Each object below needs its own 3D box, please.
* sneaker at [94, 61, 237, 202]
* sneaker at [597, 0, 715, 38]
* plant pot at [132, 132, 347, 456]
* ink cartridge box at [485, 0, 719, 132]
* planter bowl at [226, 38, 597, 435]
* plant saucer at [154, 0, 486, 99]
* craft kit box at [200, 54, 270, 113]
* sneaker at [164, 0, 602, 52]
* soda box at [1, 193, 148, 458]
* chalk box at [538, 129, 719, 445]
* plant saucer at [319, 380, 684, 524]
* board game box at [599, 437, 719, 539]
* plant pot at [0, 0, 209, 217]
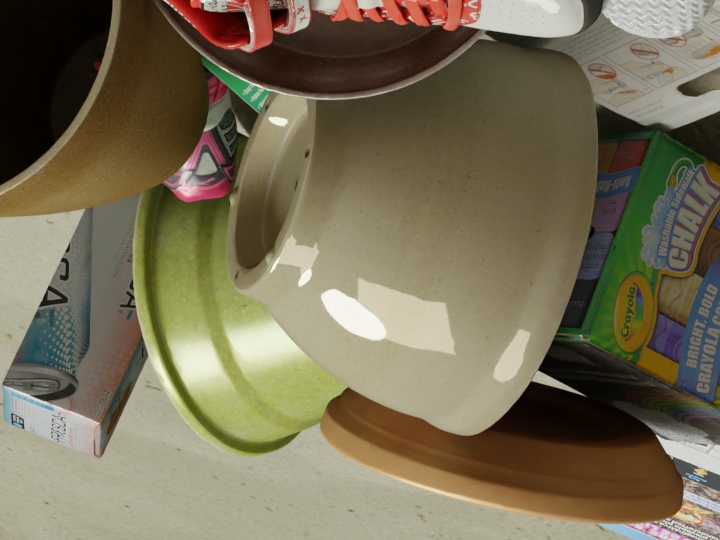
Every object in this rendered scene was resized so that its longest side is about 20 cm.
[{"bbox_3d":[-0.122,-0.085,1.662,0.081,0.075,0.200,-11,-168,-14],"label":"sneaker"},{"bbox_3d":[0.143,-0.211,1.281,0.075,0.115,0.200,10,119,22],"label":"sneaker"},{"bbox_3d":[0.000,0.000,1.705,0.184,0.201,0.200,-9,142,30],"label":"plant pot"},{"bbox_3d":[0.125,-0.149,1.458,0.200,0.047,0.160,28,155,-23],"label":"ink cartridge box"},{"bbox_3d":[0.014,-0.031,1.460,0.135,0.200,0.200,16,158,-19],"label":"planter bowl"},{"bbox_3d":[-0.012,-0.180,1.365,0.200,0.200,0.034,18,-171,7],"label":"plant saucer"},{"bbox_3d":[-0.073,-0.181,1.486,0.198,0.049,0.200,43,153,-2],"label":"craft kit box"},{"bbox_3d":[-0.003,-0.126,1.287,0.201,0.108,0.067,27,148,16],"label":"sneaker"},{"bbox_3d":[-0.151,0.009,1.799,0.068,0.200,0.064,21,155,4],"label":"soda box"},{"bbox_3d":[0.148,0.001,1.600,0.200,0.124,0.124,29,167,-27],"label":"chalk box"},{"bbox_3d":[0.079,0.089,1.580,0.200,0.038,0.200,12,-170,-2],"label":"plant saucer"},{"bbox_3d":[0.228,0.103,1.808,0.159,0.097,0.200,22,155,-1],"label":"board game box"},{"bbox_3d":[-0.161,-0.103,1.471,0.186,0.187,0.200,10,174,23],"label":"plant pot"}]
